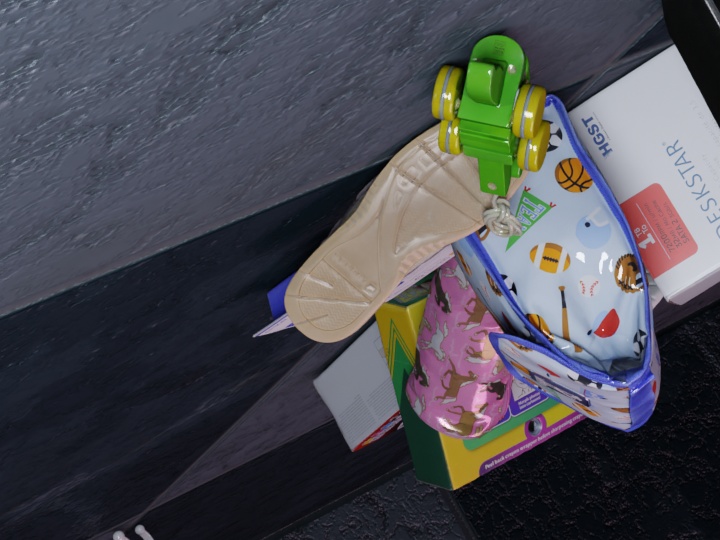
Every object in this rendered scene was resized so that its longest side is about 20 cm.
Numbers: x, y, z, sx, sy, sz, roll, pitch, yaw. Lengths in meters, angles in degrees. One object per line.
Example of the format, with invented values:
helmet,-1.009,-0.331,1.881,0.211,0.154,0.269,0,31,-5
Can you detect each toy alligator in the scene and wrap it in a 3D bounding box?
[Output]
toy alligator,0.081,-0.084,1.094,0.200,0.059,0.055,71,36,-65

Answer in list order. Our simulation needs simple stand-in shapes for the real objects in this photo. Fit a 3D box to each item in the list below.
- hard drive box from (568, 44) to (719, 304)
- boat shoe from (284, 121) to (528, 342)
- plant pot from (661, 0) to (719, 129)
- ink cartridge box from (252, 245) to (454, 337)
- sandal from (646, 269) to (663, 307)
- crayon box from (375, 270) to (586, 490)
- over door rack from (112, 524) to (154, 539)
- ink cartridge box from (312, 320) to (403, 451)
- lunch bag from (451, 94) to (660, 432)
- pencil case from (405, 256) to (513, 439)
hard drive box,0.268,-0.092,1.351,0.200,0.156,0.077,-33,169,12
boat shoe,0.031,-0.037,1.204,0.200,0.072,0.065,-46,-169,14
plant pot,0.292,-0.137,1.141,0.199,0.200,0.177,-29,-179,-9
ink cartridge box,0.000,0.000,1.376,0.095,0.037,0.200,-35,172,28
sandal,0.204,-0.026,1.452,0.050,0.082,0.203,90,14,-49
crayon box,0.120,0.072,1.677,0.199,0.173,0.058,-24,-162,-31
over door rack,-0.310,0.358,2.092,0.147,0.067,0.200,-33,-169,13
ink cartridge box,0.077,0.072,1.811,0.175,0.084,0.200,-25,168,-32
lunch bag,0.137,0.012,1.299,0.123,0.201,0.170,-31,163,1
pencil case,0.096,0.043,1.522,0.082,0.087,0.201,-14,139,-31
